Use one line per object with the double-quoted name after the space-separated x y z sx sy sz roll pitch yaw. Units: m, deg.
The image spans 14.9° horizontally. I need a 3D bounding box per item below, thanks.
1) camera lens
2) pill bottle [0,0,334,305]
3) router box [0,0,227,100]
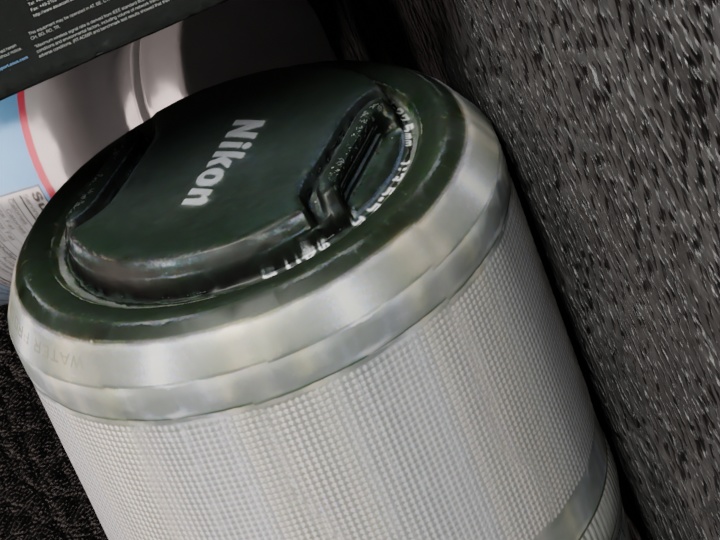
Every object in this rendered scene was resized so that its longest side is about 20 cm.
-0.008 0.048 0.865 0.160 0.159 0.201 -121 8 -61 "camera lens"
-0.107 -0.051 1.019 0.108 0.199 0.109 18 -114 -45 "pill bottle"
-0.104 -0.130 0.757 0.062 0.199 0.151 -110 -3 -76 "router box"
